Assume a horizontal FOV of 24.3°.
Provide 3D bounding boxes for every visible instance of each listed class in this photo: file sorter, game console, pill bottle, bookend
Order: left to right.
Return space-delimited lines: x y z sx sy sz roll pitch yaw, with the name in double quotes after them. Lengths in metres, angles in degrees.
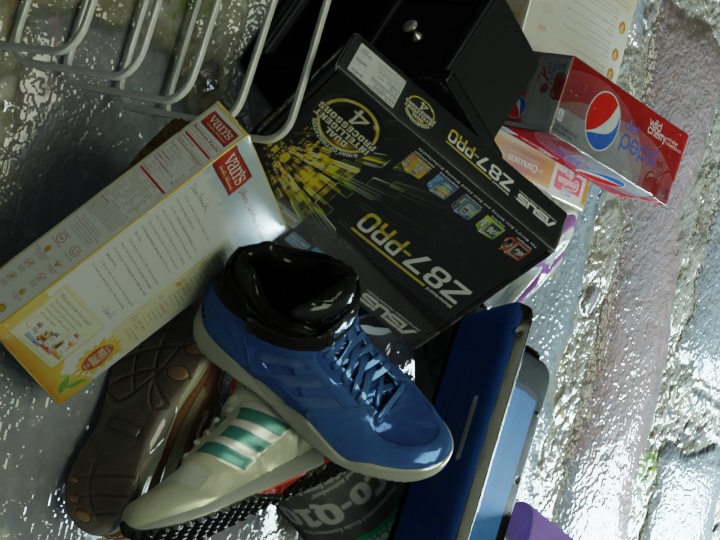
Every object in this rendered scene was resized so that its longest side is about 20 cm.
-0.135 -0.170 1.074 0.200 0.139 0.125 21 84 -49 "file sorter"
-0.015 0.160 1.308 0.113 0.113 0.200 -57 134 -23 "pill bottle"
0.051 -0.189 1.235 0.199 0.200 0.092 -57 135 -22 "bookend"
0.107 0.142 1.274 0.118 0.171 0.200 21 76 -16 "game console"

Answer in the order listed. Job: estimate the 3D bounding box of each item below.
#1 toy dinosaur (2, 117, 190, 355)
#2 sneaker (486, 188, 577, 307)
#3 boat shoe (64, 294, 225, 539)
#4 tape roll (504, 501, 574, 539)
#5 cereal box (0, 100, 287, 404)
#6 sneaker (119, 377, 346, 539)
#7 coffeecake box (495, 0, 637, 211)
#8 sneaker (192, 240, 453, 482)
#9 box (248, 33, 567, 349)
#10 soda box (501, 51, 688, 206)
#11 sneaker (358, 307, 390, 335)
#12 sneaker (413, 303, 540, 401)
-0.167 -0.033 1.128 0.200 0.060 0.106 -51 155 18 "toy dinosaur"
0.126 -0.032 1.423 0.075 0.100 0.200 -46 169 -20 "sneaker"
-0.139 0.100 1.191 0.200 0.076 0.072 -61 143 -9 "boat shoe"
0.103 0.294 1.409 0.066 0.200 0.200 39 65 -8 "tape roll"
-0.145 -0.007 1.082 0.200 0.040 0.144 -39 157 -10 "cereal box"
-0.086 0.120 1.163 0.200 0.070 0.093 -22 74 -20 "sneaker"
0.150 -0.169 1.449 0.153 0.073 0.200 20 84 -49 "coffeecake box"
-0.014 0.057 1.109 0.077 0.200 0.111 -50 174 -38 "sneaker"
0.019 -0.051 1.171 0.200 0.161 0.049 39 45 -15 "box"
0.197 -0.120 1.409 0.200 0.063 0.070 24 82 -49 "soda box"
0.000 0.000 1.280 0.200 0.112 0.073 -2 63 -55 "sneaker"
0.095 0.044 1.408 0.076 0.114 0.200 -28 117 -44 "sneaker"
